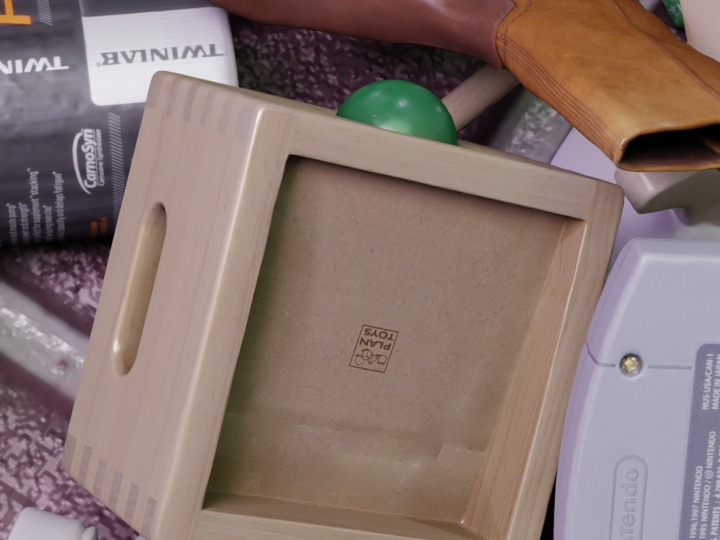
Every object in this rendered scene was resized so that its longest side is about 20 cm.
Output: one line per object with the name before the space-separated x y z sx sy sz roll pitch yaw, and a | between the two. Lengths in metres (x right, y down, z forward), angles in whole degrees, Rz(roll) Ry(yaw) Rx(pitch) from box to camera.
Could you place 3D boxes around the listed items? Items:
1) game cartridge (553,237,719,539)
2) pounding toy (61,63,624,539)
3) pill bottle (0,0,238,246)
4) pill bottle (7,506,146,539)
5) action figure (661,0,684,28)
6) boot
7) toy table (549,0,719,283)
game cartridge | 0.138 0.087 0.800 0.132 0.042 0.201 4 105 1
pounding toy | 0.000 0.000 0.837 0.183 0.142 0.201 11 95 -29
pill bottle | -0.152 -0.061 0.877 0.199 0.106 0.107 -6 71 -10
pill bottle | -0.042 0.156 0.813 0.199 0.111 0.112 18 69 -2
action figure | 0.126 -0.205 0.993 0.118 0.055 0.201 -11 81 -22
boot | 0.046 -0.080 0.795 0.188 0.069 0.200 6 28 -32
toy table | 0.172 -0.054 0.917 0.200 0.117 0.184 -40 80 -20
